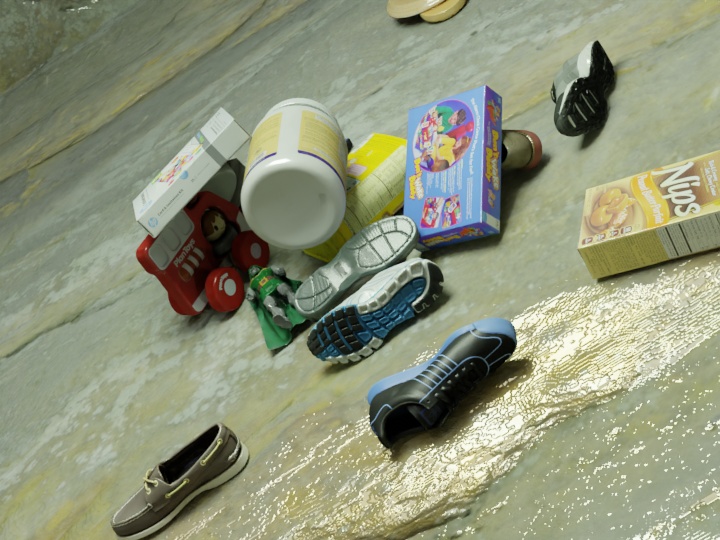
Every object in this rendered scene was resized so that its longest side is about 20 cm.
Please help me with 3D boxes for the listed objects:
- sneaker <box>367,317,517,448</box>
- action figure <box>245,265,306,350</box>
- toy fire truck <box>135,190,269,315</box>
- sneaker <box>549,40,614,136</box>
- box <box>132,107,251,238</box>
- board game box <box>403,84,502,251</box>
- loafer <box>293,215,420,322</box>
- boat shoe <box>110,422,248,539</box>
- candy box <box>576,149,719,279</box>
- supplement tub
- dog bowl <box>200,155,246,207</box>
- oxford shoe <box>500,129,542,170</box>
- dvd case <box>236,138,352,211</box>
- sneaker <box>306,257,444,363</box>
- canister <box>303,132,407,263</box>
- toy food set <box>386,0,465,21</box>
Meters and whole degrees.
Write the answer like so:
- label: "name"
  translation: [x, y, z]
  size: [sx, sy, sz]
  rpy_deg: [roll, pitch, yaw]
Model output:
- label: "sneaker"
  translation: [0.097, 0.132, 1.350]
  size: [0.199, 0.070, 0.078]
  rpy_deg: [-33, 34, 15]
- label: "action figure"
  translation: [-0.126, 0.033, 1.728]
  size: [0.118, 0.055, 0.200]
  rpy_deg: [-41, 26, -6]
- label: "toy fire truck"
  translation: [-0.243, -0.036, 1.820]
  size: [0.111, 0.169, 0.201]
  rpy_deg: [-6, 41, 39]
- label: "sneaker"
  translation: [0.304, -0.246, 1.682]
  size: [0.079, 0.074, 0.201]
  rpy_deg: [-23, 24, 36]
- label: "box"
  translation: [-0.250, -0.147, 1.742]
  size: [0.200, 0.041, 0.156]
  rpy_deg: [-47, 19, 1]
- label: "board game box"
  translation: [0.126, -0.138, 1.626]
  size: [0.133, 0.045, 0.203]
  rpy_deg: [-12, 65, 38]
- label: "loafer"
  translation: [0.000, 0.000, 1.616]
  size: [0.199, 0.063, 0.072]
  rpy_deg: [-36, 57, 7]
- label: "boat shoe"
  translation: [-0.237, 0.265, 1.495]
  size: [0.199, 0.060, 0.072]
  rpy_deg: [-34, 30, 2]
- label: "candy box"
  translation: [0.357, -0.068, 1.379]
  size: [0.198, 0.056, 0.116]
  rpy_deg: [-17, 34, 29]
- label: "supplement tub"
  translation: [-0.089, -0.140, 1.663]
  size: [0.144, 0.146, 0.201]
  rpy_deg: [-24, 31, 17]
- label: "dog bowl"
  translation: [-0.265, -0.117, 1.939]
  size: [0.058, 0.201, 0.200]
  rpy_deg: [38, 70, 16]
- label: "oxford shoe"
  translation: [0.161, -0.176, 1.688]
  size: [0.074, 0.072, 0.198]
  rpy_deg: [-6, 6, -42]
- label: "dvd case"
  translation: [-0.118, -0.160, 2.023]
  size: [0.198, 0.018, 0.144]
  rpy_deg: [-6, 42, 39]
- label: "sneaker"
  translation: [0.017, 0.049, 1.555]
  size: [0.198, 0.076, 0.087]
  rpy_deg: [-32, 17, 0]
- label: "canister"
  translation: [-0.005, -0.110, 1.772]
  size: [0.200, 0.087, 0.148]
  rpy_deg: [-44, 32, -18]
- label: "toy food set"
  translation: [0.141, -0.539, 2.273]
  size: [0.198, 0.049, 0.199]
  rpy_deg: [-2, 43, 44]
